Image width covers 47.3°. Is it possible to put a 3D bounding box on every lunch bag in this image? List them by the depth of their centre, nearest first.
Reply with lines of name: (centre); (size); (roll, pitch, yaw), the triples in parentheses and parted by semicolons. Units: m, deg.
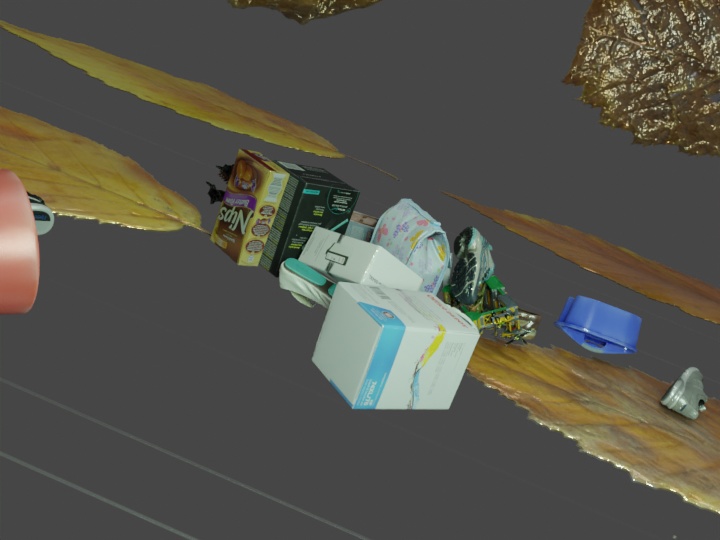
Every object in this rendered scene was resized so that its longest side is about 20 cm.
lunch bag: (0.102, -0.029, 1.713); (0.126, 0.202, 0.170); (8, 21, -31)

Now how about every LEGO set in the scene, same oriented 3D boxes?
LEGO set: (0.255, 0.105, 1.704); (0.152, 0.117, 0.200); (-18, 26, -14)

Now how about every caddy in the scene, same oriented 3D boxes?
caddy: (0.546, 0.135, 1.890); (0.198, 0.106, 0.141); (20, -4, -1)

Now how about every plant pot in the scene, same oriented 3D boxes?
plant pot: (-0.536, -0.030, 1.064); (0.176, 0.203, 0.200); (-8, 32, -40)

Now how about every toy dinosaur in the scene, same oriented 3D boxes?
toy dinosaur: (-0.291, -0.184, 1.955); (0.199, 0.103, 0.135); (12, -7, 42)

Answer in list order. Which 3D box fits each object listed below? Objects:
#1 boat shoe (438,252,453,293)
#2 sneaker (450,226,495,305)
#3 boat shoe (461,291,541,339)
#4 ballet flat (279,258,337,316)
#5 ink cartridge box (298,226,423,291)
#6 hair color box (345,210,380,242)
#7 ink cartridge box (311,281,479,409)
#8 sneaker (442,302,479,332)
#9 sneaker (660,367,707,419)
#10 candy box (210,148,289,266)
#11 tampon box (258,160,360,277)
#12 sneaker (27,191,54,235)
boat shoe: (0.167, 0.009, 1.813); (0.064, 0.075, 0.200); (7, -18, 3)
sneaker: (0.244, -0.003, 1.702); (0.086, 0.078, 0.201); (31, 44, -20)
boat shoe: (0.311, 0.079, 1.836); (0.199, 0.073, 0.072); (30, 20, 26)
ballet flat: (-0.067, 0.048, 1.526); (0.198, 0.070, 0.069); (29, 19, 12)
ink cartridge box: (0.000, 0.000, 1.568); (0.199, 0.085, 0.146); (19, -12, 48)
hair color box: (-0.039, -0.104, 1.900); (0.198, 0.061, 0.099); (19, 20, 10)
ink cartridge box: (0.055, 0.122, 1.314); (0.198, 0.148, 0.147); (7, 21, -35)
sneaker: (0.131, 0.107, 1.598); (0.198, 0.078, 0.080); (19, 37, 10)
sneaker: (0.698, 0.269, 1.748); (0.082, 0.075, 0.199); (43, 32, 19)
candy box: (-0.221, -0.123, 1.627); (0.056, 0.202, 0.116); (3, 25, -44)
tampon box: (-0.122, -0.100, 1.670); (0.149, 0.202, 0.126); (4, 24, -45)
sneaker: (-0.628, -0.112, 1.379); (0.199, 0.074, 0.112); (15, 14, -44)
